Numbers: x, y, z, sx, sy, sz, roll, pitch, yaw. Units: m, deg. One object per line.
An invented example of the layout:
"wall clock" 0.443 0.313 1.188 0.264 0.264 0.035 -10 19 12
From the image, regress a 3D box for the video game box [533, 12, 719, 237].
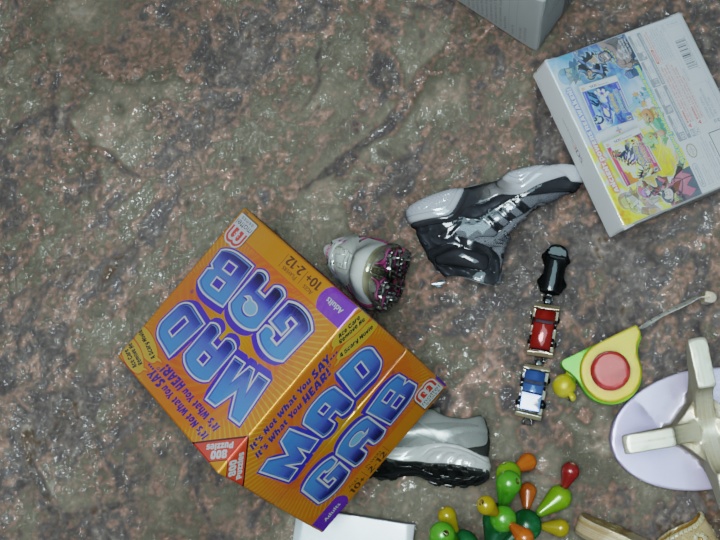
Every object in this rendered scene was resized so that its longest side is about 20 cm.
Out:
"video game box" 0.309 -0.159 1.306 0.181 0.047 0.201 -20 81 -20

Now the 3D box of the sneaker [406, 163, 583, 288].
"sneaker" 0.157 -0.045 1.322 0.198 0.075 0.115 -15 88 3

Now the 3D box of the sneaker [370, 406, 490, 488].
"sneaker" 0.045 0.183 1.311 0.198 0.074 0.080 6 59 9

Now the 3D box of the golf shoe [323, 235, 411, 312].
"golf shoe" 0.000 0.000 1.264 0.091 0.200 0.073 15 90 5

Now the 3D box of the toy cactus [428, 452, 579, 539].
"toy cactus" 0.148 0.281 1.259 0.102 0.199 0.166 33 123 31

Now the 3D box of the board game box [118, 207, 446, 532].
"board game box" -0.077 0.102 1.224 0.200 0.200 0.200 -49 51 -2

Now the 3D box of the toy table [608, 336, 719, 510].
"toy table" 0.363 0.163 1.253 0.199 0.117 0.185 -22 81 3

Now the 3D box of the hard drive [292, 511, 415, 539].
"hard drive" -0.018 0.367 1.310 0.131 0.027 0.202 7 85 7

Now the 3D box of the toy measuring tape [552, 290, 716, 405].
"toy measuring tape" 0.301 0.093 1.291 0.199 0.074 0.074 -26 81 2

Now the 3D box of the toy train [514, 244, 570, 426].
"toy train" 0.200 0.070 1.314 0.034 0.046 0.202 10 84 7

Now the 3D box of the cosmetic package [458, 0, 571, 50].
"cosmetic package" 0.160 -0.380 1.312 0.199 0.166 0.168 34 88 9

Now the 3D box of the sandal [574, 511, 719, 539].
"sandal" 0.335 0.281 1.261 0.210 0.078 0.070 20 91 12
